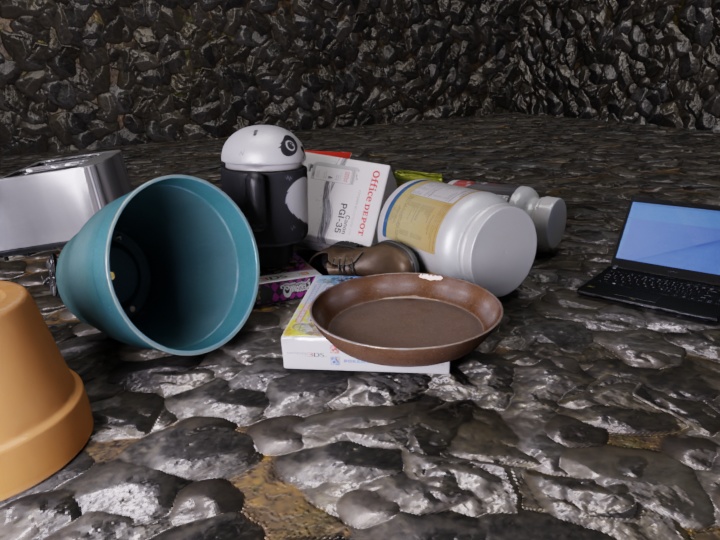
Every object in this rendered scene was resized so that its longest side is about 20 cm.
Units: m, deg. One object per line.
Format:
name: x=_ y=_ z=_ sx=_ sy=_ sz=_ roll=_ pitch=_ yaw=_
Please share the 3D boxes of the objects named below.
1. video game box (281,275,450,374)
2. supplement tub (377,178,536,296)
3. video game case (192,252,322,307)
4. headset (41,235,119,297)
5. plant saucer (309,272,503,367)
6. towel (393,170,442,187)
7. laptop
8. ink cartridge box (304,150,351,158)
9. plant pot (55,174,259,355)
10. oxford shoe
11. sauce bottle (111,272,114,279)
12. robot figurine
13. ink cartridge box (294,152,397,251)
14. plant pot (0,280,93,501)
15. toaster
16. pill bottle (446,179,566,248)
video game box: x=0.016 y=0.058 z=0.768 sx=0.182 sy=0.047 sz=0.200 roll=3 pitch=19 yaw=7
supplement tub: x=0.134 y=-0.048 z=0.916 sx=0.144 sy=0.145 sz=0.200 roll=-14 pitch=22 yaw=-31
video game case: x=-0.173 y=0.006 z=0.961 sx=0.181 sy=0.036 sz=0.200 roll=-8 pitch=19 yaw=-21
headset: x=-0.421 y=-0.011 z=1.024 sx=0.123 sy=0.094 sz=0.200 roll=-1 pitch=3 yaw=17
plant saucer: x=0.047 y=0.050 z=0.672 sx=0.200 sy=0.035 sz=0.200 roll=-2 pitch=21 yaw=1
towel: x=0.087 y=-0.135 z=1.191 sx=0.086 sy=0.018 sz=0.200 roll=8 pitch=-18 yaw=-6
laptop: x=0.422 y=-0.024 z=0.878 sx=0.177 sy=0.104 sz=0.200 roll=13 pitch=24 yaw=39
ink cartridge box: x=-0.122 y=-0.173 z=1.289 sx=0.162 sy=0.200 sz=0.050 roll=7 pitch=-24 yaw=25
plant pot: x=-0.258 y=0.002 z=0.769 sx=0.188 sy=0.200 sz=0.200 roll=-7 pitch=11 yaw=40
oxford shoe: x=0.000 y=0.000 z=0.916 sx=0.084 sy=0.073 sz=0.200 roll=-21 pitch=14 yaw=-40
sauce bottle: x=-0.310 y=-0.032 z=0.968 sx=0.200 sy=0.066 sz=0.066 roll=-31 pitch=30 yaw=-26
robot figurine: x=-0.134 y=-0.106 z=0.918 sx=0.125 sy=0.200 sz=0.150 roll=-12 pitch=20 yaw=-34
ink cartridge box: x=-0.053 y=-0.110 z=1.061 sx=0.200 sy=0.147 sz=0.083 roll=11 pitch=-14 yaw=13
plant pot: x=-0.347 y=0.095 z=0.554 sx=0.200 sy=0.140 sz=0.200 roll=-1 pitch=18 yaw=0
toaster: x=-0.437 y=-0.102 z=0.964 sx=0.200 sy=0.119 sz=0.181 roll=-9 pitch=20 yaw=-2
pill bottle: x=0.238 y=-0.091 z=1.088 sx=0.200 sy=0.111 sz=0.111 roll=12 pitch=23 yaw=36
